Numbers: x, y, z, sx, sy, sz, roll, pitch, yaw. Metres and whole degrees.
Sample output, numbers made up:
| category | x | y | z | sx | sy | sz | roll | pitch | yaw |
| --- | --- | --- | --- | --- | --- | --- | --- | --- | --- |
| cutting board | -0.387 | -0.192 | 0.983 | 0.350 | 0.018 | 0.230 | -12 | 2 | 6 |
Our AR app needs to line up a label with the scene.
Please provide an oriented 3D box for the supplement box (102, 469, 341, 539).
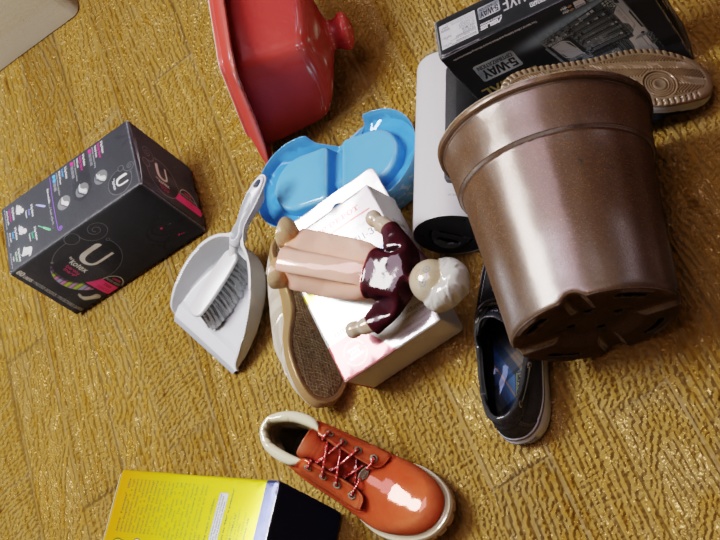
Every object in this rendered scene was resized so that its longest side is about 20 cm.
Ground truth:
| category | x | y | z | sx | sy | sz | roll | pitch | yaw |
| --- | --- | --- | --- | --- | --- | --- | --- | --- | --- |
| supplement box | -0.137 | 0.263 | 1.311 | 0.200 | 0.109 | 0.110 | -2 | 65 | 35 |

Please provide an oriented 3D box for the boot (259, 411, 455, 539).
| category | x | y | z | sx | sy | sz | roll | pitch | yaw |
| --- | --- | --- | --- | --- | --- | --- | --- | --- | --- |
| boot | -0.008 | 0.188 | 1.263 | 0.200 | 0.107 | 0.075 | 20 | 76 | 39 |

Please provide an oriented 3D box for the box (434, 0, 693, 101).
| category | x | y | z | sx | sy | sz | roll | pitch | yaw |
| --- | --- | --- | --- | --- | --- | --- | --- | --- | --- |
| box | 0.194 | -0.219 | 1.306 | 0.200 | 0.158 | 0.050 | -22 | 55 | 23 |

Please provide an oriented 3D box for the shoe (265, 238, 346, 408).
| category | x | y | z | sx | sy | sz | roll | pitch | yaw |
| --- | --- | --- | --- | --- | --- | --- | --- | --- | --- |
| shoe | -0.056 | 0.056 | 1.409 | 0.053 | 0.070 | 0.200 | 116 | 147 | -53 |

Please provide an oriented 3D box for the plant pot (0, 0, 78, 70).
| category | x | y | z | sx | sy | sz | roll | pitch | yaw |
| --- | --- | --- | --- | --- | --- | --- | --- | --- | --- |
| plant pot | -0.542 | -0.420 | 1.922 | 0.200 | 0.177 | 0.200 | -32 | 52 | 18 |

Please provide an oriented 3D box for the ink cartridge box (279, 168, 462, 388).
| category | x | y | z | sx | sy | sz | roll | pitch | yaw |
| --- | --- | --- | --- | --- | --- | --- | --- | --- | --- |
| ink cartridge box | 0.000 | 0.000 | 1.350 | 0.116 | 0.067 | 0.200 | -34 | 67 | 16 |

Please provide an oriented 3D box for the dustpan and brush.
| category | x | y | z | sx | sy | sz | roll | pitch | yaw |
| --- | --- | --- | --- | --- | --- | --- | --- | --- | --- |
| dustpan and brush | -0.138 | -0.009 | 1.472 | 0.140 | 0.057 | 0.200 | 36 | 97 | 42 |

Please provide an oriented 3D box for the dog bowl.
| category | x | y | z | sx | sy | sz | roll | pitch | yaw |
| --- | --- | --- | --- | --- | --- | --- | --- | --- | --- |
| dog bowl | -0.016 | -0.098 | 1.461 | 0.200 | 0.050 | 0.112 | -18 | 57 | 28 |

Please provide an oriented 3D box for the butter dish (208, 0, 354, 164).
| category | x | y | z | sx | sy | sz | roll | pitch | yaw |
| --- | --- | --- | --- | --- | --- | --- | --- | --- | --- |
| butter dish | -0.079 | -0.250 | 1.523 | 0.148 | 0.200 | 0.200 | -14 | 57 | 2 |

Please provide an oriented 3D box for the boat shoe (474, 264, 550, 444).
| category | x | y | z | sx | sy | sz | roll | pitch | yaw |
| --- | --- | --- | --- | --- | --- | --- | --- | --- | --- |
| boat shoe | 0.132 | 0.060 | 1.259 | 0.070 | 0.066 | 0.200 | -14 | 59 | 29 |

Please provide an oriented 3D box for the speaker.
| category | x | y | z | sx | sy | sz | roll | pitch | yaw |
| --- | --- | --- | --- | --- | --- | --- | --- | --- | --- |
| speaker | 0.093 | -0.119 | 1.374 | 0.081 | 0.081 | 0.200 | -14 | 58 | 29 |

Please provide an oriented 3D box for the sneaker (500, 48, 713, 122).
| category | x | y | z | sx | sy | sz | roll | pitch | yaw |
| --- | --- | --- | --- | --- | --- | --- | --- | --- | --- |
| sneaker | 0.230 | -0.147 | 1.310 | 0.200 | 0.109 | 0.070 | -5 | 55 | -1 |

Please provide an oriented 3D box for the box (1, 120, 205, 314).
| category | x | y | z | sx | sy | sz | roll | pitch | yaw |
| --- | --- | --- | --- | --- | --- | --- | --- | --- | --- |
| box | -0.300 | -0.059 | 1.591 | 0.200 | 0.122 | 0.106 | -33 | 51 | 17 |

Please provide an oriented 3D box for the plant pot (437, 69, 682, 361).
| category | x | y | z | sx | sy | sz | roll | pitch | yaw |
| --- | --- | --- | --- | --- | --- | --- | --- | --- | --- |
| plant pot | 0.185 | -0.039 | 1.203 | 0.200 | 0.200 | 0.198 | -24 | 62 | 23 |

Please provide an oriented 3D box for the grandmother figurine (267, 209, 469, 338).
| category | x | y | z | sx | sy | sz | roll | pitch | yaw |
| --- | --- | --- | --- | --- | --- | --- | --- | --- | --- |
| grandmother figurine | 0.009 | 0.004 | 1.277 | 0.200 | 0.061 | 0.121 | 8 | 93 | 29 |
